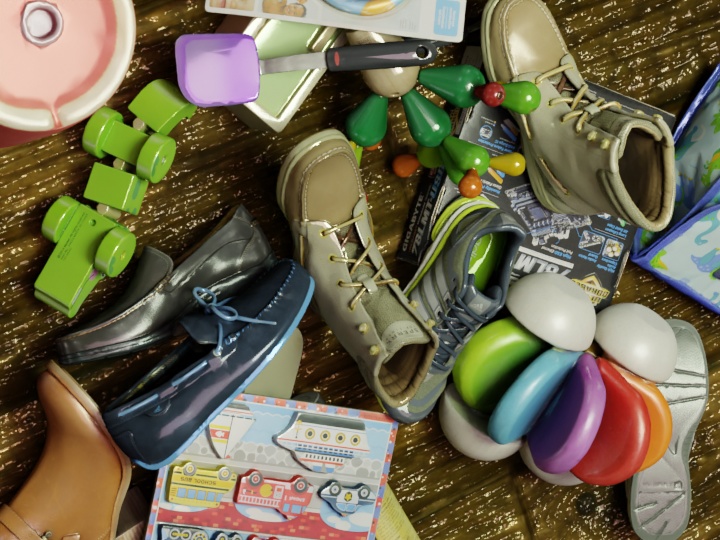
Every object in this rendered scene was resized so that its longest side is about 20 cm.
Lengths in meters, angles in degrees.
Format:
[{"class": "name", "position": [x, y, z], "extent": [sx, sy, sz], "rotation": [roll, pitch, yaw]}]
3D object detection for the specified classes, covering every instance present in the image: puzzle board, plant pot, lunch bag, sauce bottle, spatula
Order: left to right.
[{"class": "plant pot", "position": [-0.254, -0.177, 1.376], "extent": [0.200, 0.177, 0.201], "rotation": [-4, 99, -24]}, {"class": "puzzle board", "position": [-0.070, 0.178, 1.533], "extent": [0.200, 0.017, 0.151], "rotation": [10, 94, -27]}, {"class": "spatula", "position": [-0.041, -0.159, 1.468], "extent": [0.200, 0.021, 0.057], "rotation": [-4, 91, 3]}, {"class": "sauce bottle", "position": [-0.005, 0.191, 1.611], "extent": [0.065, 0.065, 0.200], "rotation": [-34, 111, -16]}, {"class": "spatula", "position": [0.099, -0.211, 1.603], "extent": [0.200, 0.057, 0.021], "rotation": [-24, 104, -16]}, {"class": "lunch bag", "position": [0.352, -0.057, 1.709], "extent": [0.170, 0.127, 0.200], "rotation": [29, 99, -28]}]

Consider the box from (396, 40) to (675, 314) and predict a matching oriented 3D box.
[{"class": "box", "position": [0.153, -0.072, 1.649], "extent": [0.200, 0.050, 0.199], "rotation": [17, 93, -25]}]

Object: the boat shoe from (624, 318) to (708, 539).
[{"class": "boat shoe", "position": [0.271, 0.144, 1.737], "extent": [0.074, 0.065, 0.202], "rotation": [1, 92, -6]}]

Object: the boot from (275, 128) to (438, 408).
[{"class": "boot", "position": [0.000, 0.000, 1.490], "extent": [0.072, 0.155, 0.200], "rotation": [-23, 142, -17]}]

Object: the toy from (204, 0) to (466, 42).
[{"class": "toy", "position": [-0.014, -0.246, 1.465], "extent": [0.200, 0.047, 0.115], "rotation": [6, 81, 0]}]

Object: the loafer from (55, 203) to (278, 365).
[{"class": "loafer", "position": [-0.159, 0.014, 1.515], "extent": [0.200, 0.073, 0.072], "rotation": [-27, 100, -28]}]

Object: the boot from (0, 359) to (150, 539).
[{"class": "boot", "position": [-0.252, 0.179, 1.488], "extent": [0.155, 0.077, 0.200], "rotation": [-29, 127, -14]}]

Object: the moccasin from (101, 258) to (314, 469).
[{"class": "moccasin", "position": [-0.114, 0.061, 1.456], "extent": [0.068, 0.080, 0.200], "rotation": [47, 68, -19]}]

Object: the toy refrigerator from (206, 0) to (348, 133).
[{"class": "toy refrigerator", "position": [-0.044, -0.212, 1.526], "extent": [0.076, 0.070, 0.200], "rotation": [40, 81, -24]}]

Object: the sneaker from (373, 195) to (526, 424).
[{"class": "sneaker", "position": [0.071, 0.032, 1.560], "extent": [0.074, 0.081, 0.200], "rotation": [24, 87, -23]}]

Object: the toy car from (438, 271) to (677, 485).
[{"class": "toy car", "position": [0.175, 0.113, 1.612], "extent": [0.200, 0.150, 0.175], "rotation": [20, 116, -26]}]

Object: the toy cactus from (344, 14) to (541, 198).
[{"class": "toy cactus", "position": [0.037, -0.125, 1.522], "extent": [0.165, 0.200, 0.102], "rotation": [55, 43, -23]}]

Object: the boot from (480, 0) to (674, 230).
[{"class": "boot", "position": [0.176, -0.130, 1.530], "extent": [0.072, 0.155, 0.200], "rotation": [-27, 110, -18]}]

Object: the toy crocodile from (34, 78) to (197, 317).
[{"class": "toy crocodile", "position": [-0.192, -0.058, 1.491], "extent": [0.067, 0.062, 0.200], "rotation": [25, 88, 15]}]

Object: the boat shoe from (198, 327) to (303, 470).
[{"class": "boat shoe", "position": [-0.109, 0.130, 1.557], "extent": [0.074, 0.063, 0.202], "rotation": [19, 90, -48]}]
